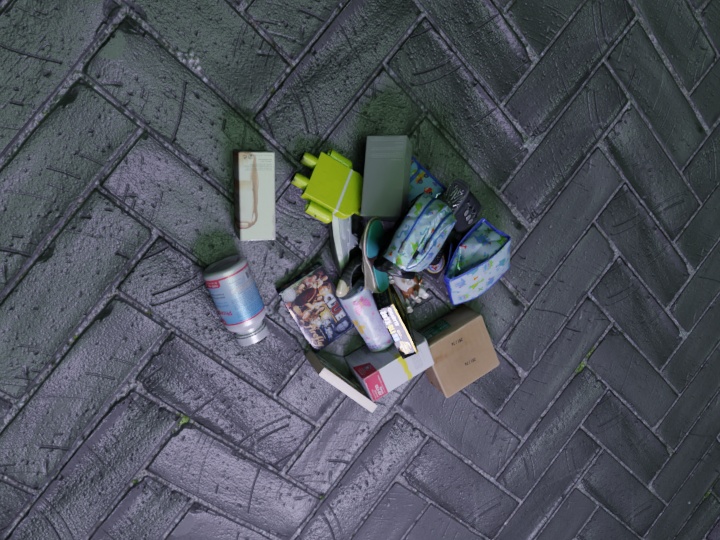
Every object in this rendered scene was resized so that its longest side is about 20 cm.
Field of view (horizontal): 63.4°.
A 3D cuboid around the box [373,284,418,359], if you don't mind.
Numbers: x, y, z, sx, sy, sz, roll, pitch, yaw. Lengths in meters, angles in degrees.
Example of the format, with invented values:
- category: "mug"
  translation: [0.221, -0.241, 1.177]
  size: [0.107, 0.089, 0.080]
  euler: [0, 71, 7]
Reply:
- category: "box"
  translation: [0.086, 0.111, 1.517]
  size: [0.049, 0.200, 0.161]
  euler: [-23, 114, 7]

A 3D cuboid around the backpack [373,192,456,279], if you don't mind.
- category: "backpack"
  translation: [0.131, -0.078, 1.349]
  size: [0.152, 0.163, 0.202]
  euler: [19, 93, 17]

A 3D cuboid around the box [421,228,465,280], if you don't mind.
- category: "box"
  translation: [0.195, -0.098, 1.593]
  size: [0.159, 0.044, 0.201]
  euler: [32, 90, -25]

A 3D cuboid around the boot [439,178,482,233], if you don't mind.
- category: "boot"
  translation: [0.233, -0.136, 1.494]
  size: [0.165, 0.200, 0.066]
  euler: [-45, 71, 7]

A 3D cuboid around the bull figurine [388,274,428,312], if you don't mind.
- category: "bull figurine"
  translation: [0.122, 0.031, 1.544]
  size: [0.065, 0.122, 0.200]
  euler: [-28, 126, 15]

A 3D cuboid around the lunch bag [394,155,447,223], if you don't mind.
- category: "lunch bag"
  translation: [0.102, -0.215, 1.493]
  size: [0.200, 0.094, 0.151]
  euler: [44, 96, 3]

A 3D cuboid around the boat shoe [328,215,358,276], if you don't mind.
- category: "boat shoe"
  translation: [-0.039, -0.085, 1.486]
  size: [0.071, 0.070, 0.203]
  euler: [-9, 104, -14]

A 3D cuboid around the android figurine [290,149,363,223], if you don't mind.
- category: "android figurine"
  translation: [-0.069, -0.204, 1.423]
  size: [0.199, 0.041, 0.184]
  euler: [26, 68, -20]

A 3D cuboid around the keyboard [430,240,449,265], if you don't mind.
- category: "keyboard"
  translation: [0.170, -0.058, 1.499]
  size: [0.199, 0.039, 0.105]
  euler: [2, 114, -49]

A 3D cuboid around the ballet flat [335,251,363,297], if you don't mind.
- category: "ballet flat"
  translation: [0.000, 0.000, 1.485]
  size: [0.200, 0.056, 0.067]
  euler: [-48, 156, -38]

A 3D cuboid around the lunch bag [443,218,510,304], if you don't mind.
- category: "lunch bag"
  translation: [0.306, -0.011, 1.586]
  size: [0.200, 0.127, 0.170]
  euler: [-46, 150, -10]

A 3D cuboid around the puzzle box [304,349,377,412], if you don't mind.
- category: "puzzle box"
  translation: [-0.053, 0.292, 1.545]
  size: [0.200, 0.133, 0.025]
  euler: [41, 87, -26]

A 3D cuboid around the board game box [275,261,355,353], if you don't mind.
- category: "board game box"
  translation: [-0.114, 0.099, 1.523]
  size: [0.135, 0.035, 0.201]
  euler: [-34, 114, -11]

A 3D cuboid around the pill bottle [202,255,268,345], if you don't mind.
- category: "pill bottle"
  translation: [-0.294, 0.074, 1.403]
  size: [0.108, 0.109, 0.202]
  euler: [-24, 111, -15]

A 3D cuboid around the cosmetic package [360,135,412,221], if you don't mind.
- category: "cosmetic package"
  translation: [0.065, -0.222, 1.421]
  size: [0.106, 0.090, 0.203]
  euler: [5, 88, 16]

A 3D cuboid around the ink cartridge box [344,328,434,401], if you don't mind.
- category: "ink cartridge box"
  translation: [0.078, 0.244, 1.578]
  size: [0.199, 0.145, 0.084]
  euler: [-29, 113, -13]

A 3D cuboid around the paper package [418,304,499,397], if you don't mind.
- category: "paper package"
  translation: [0.274, 0.230, 1.679]
  size: [0.199, 0.103, 0.192]
  euler: [-29, 111, -12]

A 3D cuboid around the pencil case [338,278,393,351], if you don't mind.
- category: "pencil case"
  translation: [0.020, 0.118, 1.542]
  size: [0.091, 0.083, 0.201]
  euler: [-44, 120, -31]

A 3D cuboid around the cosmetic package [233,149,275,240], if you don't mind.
- category: "cosmetic package"
  translation: [-0.248, -0.177, 1.360]
  size: [0.086, 0.103, 0.203]
  euler: [-4, 103, -19]

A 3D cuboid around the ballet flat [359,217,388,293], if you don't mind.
- category: "ballet flat"
  translation: [0.025, -0.039, 1.432]
  size: [0.069, 0.069, 0.202]
  euler: [-14, 115, -18]
